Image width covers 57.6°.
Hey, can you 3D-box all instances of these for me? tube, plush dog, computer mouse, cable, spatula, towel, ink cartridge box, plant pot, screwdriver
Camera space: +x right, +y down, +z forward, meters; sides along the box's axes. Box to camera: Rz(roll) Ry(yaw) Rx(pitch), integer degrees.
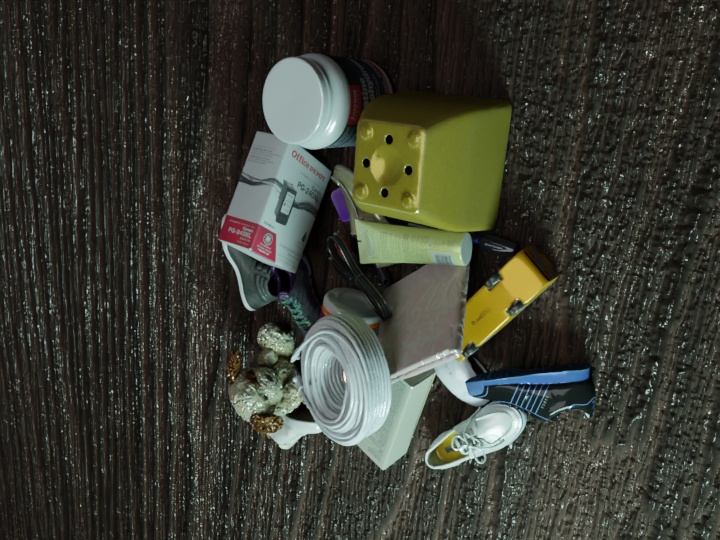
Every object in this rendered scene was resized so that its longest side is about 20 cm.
[{"bbox_3d":[0.078,-0.042,1.040,0.196,0.052,0.060,4,74,30],"label":"tube"},{"bbox_3d":[-0.186,0.226,1.277,0.201,0.170,0.161,52,122,14],"label":"plush dog"},{"bbox_3d":[0.145,0.143,1.099,0.201,0.043,0.110,50,123,16],"label":"computer mouse"},{"bbox_3d":[0.000,0.000,1.126,0.199,0.050,0.099,41,152,44],"label":"cable"},{"bbox_3d":[0.010,-0.060,1.165,0.056,0.021,0.204,-26,88,12],"label":"spatula"},{"bbox_3d":[0.097,0.076,1.039,0.032,0.203,0.190,33,137,-25],"label":"towel"},{"bbox_3d":[-0.027,0.171,1.037,0.203,0.068,0.201,63,140,27],"label":"cable"},{"bbox_3d":[-0.146,-0.118,1.148,0.082,0.145,0.205,16,83,31],"label":"ink cartridge box"},{"bbox_3d":[0.090,-0.162,0.976,0.191,0.198,0.201,15,108,32],"label":"plant pot"},{"bbox_3d":[0.160,-0.058,1.051,0.196,0.028,0.030,20,141,28],"label":"screwdriver"}]

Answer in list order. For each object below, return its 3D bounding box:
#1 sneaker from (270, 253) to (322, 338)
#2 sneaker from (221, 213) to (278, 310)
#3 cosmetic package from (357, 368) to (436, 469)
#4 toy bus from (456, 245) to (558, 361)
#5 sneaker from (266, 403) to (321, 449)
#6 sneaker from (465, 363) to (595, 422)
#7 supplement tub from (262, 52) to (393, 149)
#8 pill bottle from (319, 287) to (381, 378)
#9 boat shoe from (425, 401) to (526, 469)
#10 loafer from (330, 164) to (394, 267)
[{"bbox_3d":[-0.122,0.069,1.250,0.073,0.087,0.205,-21,88,37],"label":"sneaker"},{"bbox_3d":[-0.209,-0.025,1.308,0.097,0.070,0.205,-12,99,35],"label":"sneaker"},{"bbox_3d":[0.050,0.234,1.148,0.103,0.072,0.204,37,129,30],"label":"cosmetic package"},{"bbox_3d":[0.208,0.054,1.012,0.065,0.078,0.201,50,124,15],"label":"toy bus"},{"bbox_3d":[-0.127,0.318,1.325,0.197,0.072,0.087,-5,101,47],"label":"sneaker"},{"bbox_3d":[0.257,0.193,1.003,0.196,0.070,0.080,-9,91,29],"label":"sneaker"},{"bbox_3d":[-0.047,-0.270,1.051,0.138,0.198,0.144,9,106,33],"label":"supplement tub"},{"bbox_3d":[-0.032,0.146,1.185,0.113,0.113,0.205,25,114,28],"label":"pill bottle"},{"bbox_3d":[0.179,0.278,1.077,0.201,0.085,0.076,-35,80,36],"label":"boat shoe"},{"bbox_3d":[0.005,-0.090,1.114,0.068,0.076,0.202,-36,82,1],"label":"loafer"}]
